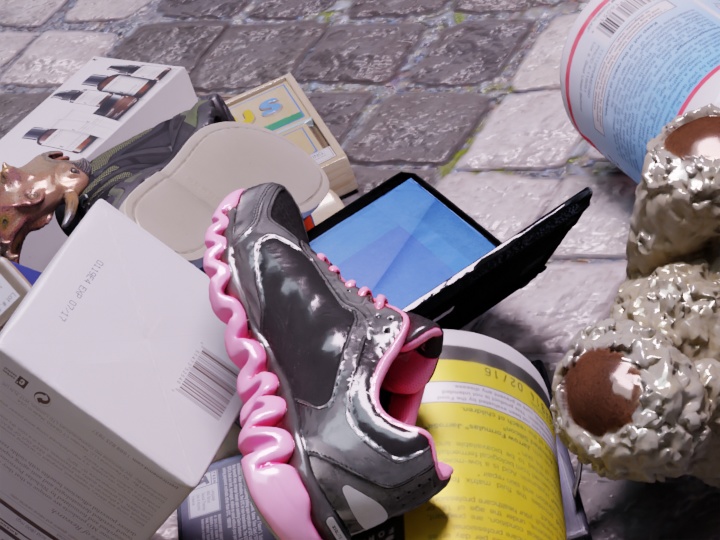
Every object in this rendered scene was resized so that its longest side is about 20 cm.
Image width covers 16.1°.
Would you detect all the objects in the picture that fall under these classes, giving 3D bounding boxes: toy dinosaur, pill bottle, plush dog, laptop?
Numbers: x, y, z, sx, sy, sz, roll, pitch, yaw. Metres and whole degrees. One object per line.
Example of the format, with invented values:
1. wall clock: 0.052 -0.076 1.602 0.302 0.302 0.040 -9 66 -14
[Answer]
1. toy dinosaur: -0.239 0.012 1.405 0.135 0.201 0.086 27 10 36
2. pill bottle: 0.193 -0.078 1.350 0.108 0.109 0.200 -27 33 -10
3. pill bottle: 0.037 0.132 1.111 0.110 0.112 0.201 -14 44 10
4. plush dog: 0.194 0.048 1.165 0.171 0.161 0.201 15 58 18
5. laptop: 0.000 0.000 1.282 0.177 0.104 0.200 -33 -10 -17

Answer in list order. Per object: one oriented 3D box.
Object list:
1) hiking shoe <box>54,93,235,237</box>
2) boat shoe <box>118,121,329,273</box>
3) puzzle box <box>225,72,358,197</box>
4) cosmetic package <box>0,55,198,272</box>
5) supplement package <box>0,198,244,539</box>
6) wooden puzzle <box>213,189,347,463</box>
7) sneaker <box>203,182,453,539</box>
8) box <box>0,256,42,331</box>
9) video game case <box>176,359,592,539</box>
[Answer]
1. hiking shoe: -0.129 -0.024 1.430 0.100 0.076 0.200 -21 18 26
2. boat shoe: -0.083 -0.025 1.359 0.073 0.063 0.200 40 28 8
3. puzzle box: -0.111 -0.047 1.557 0.199 0.026 0.133 -25 32 -6
4. cosmetic package: -0.187 -0.054 1.538 0.082 0.051 0.200 8 42 39
5. supplement package: -0.142 0.084 1.206 0.200 0.109 0.114 -48 8 44
6. wooden puzzle: -0.075 0.025 1.409 0.184 0.047 0.200 -23 32 -5
7. sneaker: -0.009 0.034 1.103 0.095 0.079 0.201 -25 49 12
8. box: -0.207 0.050 1.361 0.121 0.032 0.200 -44 -3 0
9. video game case: 0.007 0.118 1.249 0.198 0.019 0.143 -17 33 4
